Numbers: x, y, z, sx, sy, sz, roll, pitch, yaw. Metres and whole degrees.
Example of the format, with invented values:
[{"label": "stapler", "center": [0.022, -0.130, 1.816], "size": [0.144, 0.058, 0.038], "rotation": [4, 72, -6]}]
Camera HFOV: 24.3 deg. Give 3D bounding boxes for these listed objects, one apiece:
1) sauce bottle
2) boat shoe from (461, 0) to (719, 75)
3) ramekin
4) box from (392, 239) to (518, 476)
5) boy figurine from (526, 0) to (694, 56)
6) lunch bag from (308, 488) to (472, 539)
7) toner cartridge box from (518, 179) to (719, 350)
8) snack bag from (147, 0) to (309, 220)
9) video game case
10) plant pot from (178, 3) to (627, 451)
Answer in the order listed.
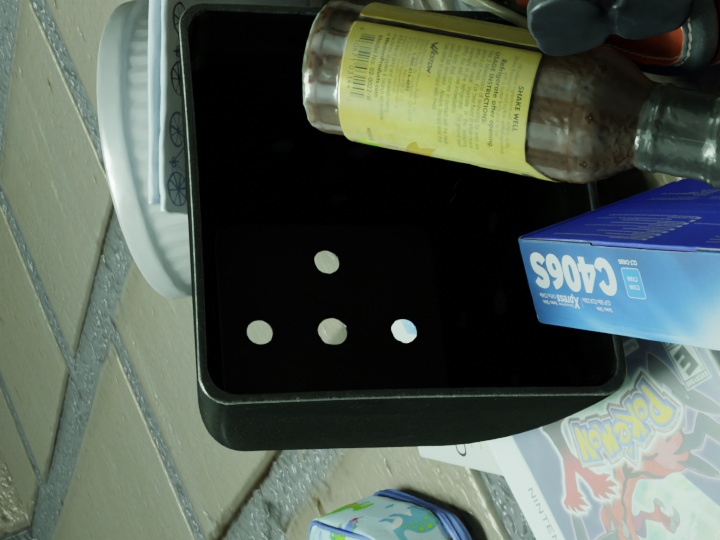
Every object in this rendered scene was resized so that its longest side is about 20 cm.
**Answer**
[{"label": "sauce bottle", "center": [0.073, -0.073, 0.732], "size": [0.198, 0.065, 0.065], "rotation": [14, 129, 19]}, {"label": "boat shoe", "center": [0.093, -0.135, 0.771], "size": [0.200, 0.062, 0.072], "rotation": [40, 140, 49]}, {"label": "ramekin", "center": [-0.097, -0.086, 1.111], "size": [0.202, 0.093, 0.205], "rotation": [-8, -90, -78]}, {"label": "box", "center": [0.074, 0.048, 0.989], "size": [0.199, 0.036, 0.146], "rotation": [-1, 105, 65]}, {"label": "boy figurine", "center": [0.079, -0.194, 0.700], "size": [0.064, 0.123, 0.202], "rotation": [55, -159, -71]}, {"label": "lunch bag", "center": [0.041, 0.261, 1.169], "size": [0.160, 0.082, 0.202], "rotation": [-4, 103, 68]}, {"label": "toner cartridge box", "center": [0.156, -0.005, 0.684], "size": [0.200, 0.094, 0.044], "rotation": [7, 116, 66]}, {"label": "snack bag", "center": [-0.070, -0.116, 0.994], "size": [0.021, 0.200, 0.191], "rotation": [-3, 83, 24]}, {"label": "video game case", "center": [0.151, 0.124, 0.834], "size": [0.184, 0.023, 0.200], "rotation": [63, 147, 11]}, {"label": "plant pot", "center": [0.000, 0.000, 0.852], "size": [0.178, 0.197, 0.202], "rotation": [118, 149, -62]}]
